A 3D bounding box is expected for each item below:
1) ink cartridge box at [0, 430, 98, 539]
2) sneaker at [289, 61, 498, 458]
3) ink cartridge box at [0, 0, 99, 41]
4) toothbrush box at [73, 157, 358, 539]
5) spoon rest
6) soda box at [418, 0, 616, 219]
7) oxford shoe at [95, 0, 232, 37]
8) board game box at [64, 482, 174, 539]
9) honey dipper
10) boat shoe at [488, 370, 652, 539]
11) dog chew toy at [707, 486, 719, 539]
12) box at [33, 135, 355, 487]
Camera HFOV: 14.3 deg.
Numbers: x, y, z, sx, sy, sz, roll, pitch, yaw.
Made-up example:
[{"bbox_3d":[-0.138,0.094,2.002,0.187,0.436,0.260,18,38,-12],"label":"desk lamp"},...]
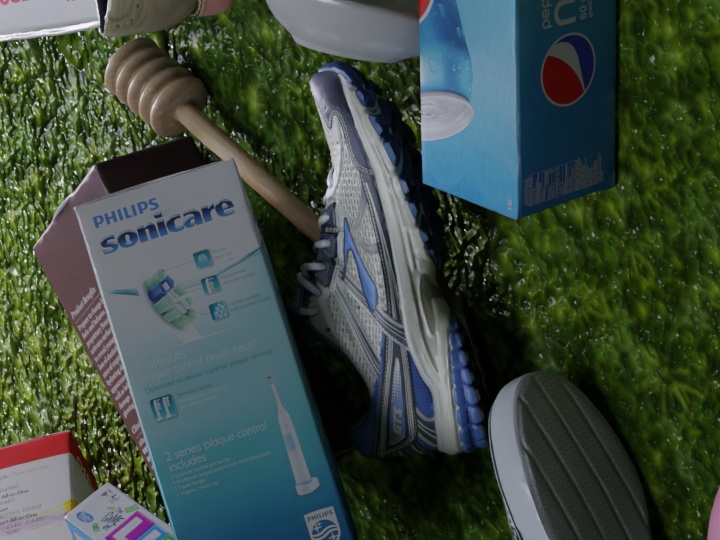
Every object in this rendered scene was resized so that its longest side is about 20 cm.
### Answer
[{"bbox_3d":[-0.179,0.178,1.662,0.200,0.067,0.116,-100,-7,-50],"label":"ink cartridge box"},{"bbox_3d":[0.000,0.000,1.382,0.085,0.077,0.200,-17,91,10],"label":"sneaker"},{"bbox_3d":[-0.151,-0.230,1.500,0.145,0.083,0.200,-1,105,53],"label":"ink cartridge box"},{"bbox_3d":[-0.066,0.061,1.410,0.146,0.085,0.200,79,174,-81],"label":"toothbrush box"},{"bbox_3d":[-0.022,-0.143,1.375,0.200,0.099,0.061,29,111,59],"label":"spoon rest"},{"bbox_3d":[0.069,-0.130,1.273,0.068,0.064,0.200,23,122,46],"label":"soda box"},{"bbox_3d":[-0.130,-0.207,1.371,0.200,0.074,0.071,65,161,8],"label":"oxford shoe"},{"bbox_3d":[-0.083,0.223,1.596,0.134,0.034,0.200,29,149,43],"label":"board game box"},{"bbox_3d":[-0.060,-0.056,1.506,0.200,0.038,0.038,40,134,29],"label":"honey dipper"},{"bbox_3d":[0.101,0.147,1.347,0.071,0.072,0.200,-24,88,50],"label":"boat shoe"},{"bbox_3d":[0.219,0.076,1.126,0.125,0.124,0.200,48,131,29],"label":"dog chew toy"},{"bbox_3d":[-0.091,0.040,1.554,0.200,0.075,0.100,60,143,12],"label":"box"}]
